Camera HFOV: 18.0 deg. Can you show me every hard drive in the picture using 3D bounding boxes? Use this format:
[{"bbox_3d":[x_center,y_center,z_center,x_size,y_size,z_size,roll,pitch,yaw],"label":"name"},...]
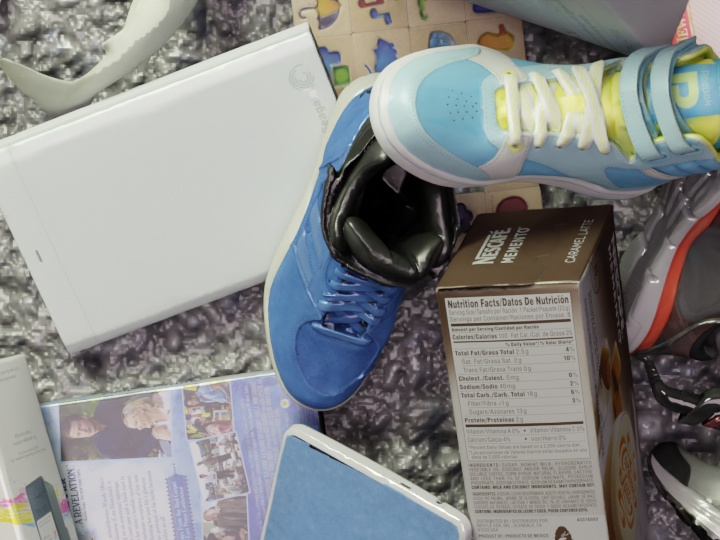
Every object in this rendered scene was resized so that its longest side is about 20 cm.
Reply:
[{"bbox_3d":[-0.099,-0.045,1.297,0.200,0.026,0.132,-20,112,4],"label":"hard drive"}]

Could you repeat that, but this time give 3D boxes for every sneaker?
[{"bbox_3d":[-0.001,0.000,1.246,0.077,0.111,0.200,14,108,-13],"label":"sneaker"},{"bbox_3d":[0.245,0.142,1.262,0.200,0.074,0.079,29,81,39],"label":"sneaker"},{"bbox_3d":[0.209,-0.027,1.265,0.082,0.077,0.200,17,131,-12],"label":"sneaker"},{"bbox_3d":[0.113,-0.087,1.168,0.200,0.131,0.080,2,80,-35],"label":"sneaker"}]

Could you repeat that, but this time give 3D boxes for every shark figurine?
[{"bbox_3d":[-0.106,-0.161,1.294,0.128,0.089,0.215,19,85,35],"label":"shark figurine"}]

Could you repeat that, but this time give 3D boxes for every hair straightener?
[{"bbox_3d":[0.252,0.066,1.265,0.200,0.041,0.077,17,105,8],"label":"hair straightener"}]

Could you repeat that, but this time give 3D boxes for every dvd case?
[{"bbox_3d":[-0.114,0.139,1.337,0.200,0.018,0.143,-8,93,2],"label":"dvd case"}]

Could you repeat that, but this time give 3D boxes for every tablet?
[{"bbox_3d":[-0.010,0.198,1.282,0.130,0.014,0.200,27,117,29],"label":"tablet"}]

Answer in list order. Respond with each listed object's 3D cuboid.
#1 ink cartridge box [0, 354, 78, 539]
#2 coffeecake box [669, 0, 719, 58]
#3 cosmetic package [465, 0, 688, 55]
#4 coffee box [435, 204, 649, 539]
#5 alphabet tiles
[{"bbox_3d":[-0.228,0.160,1.303,0.117,0.067,0.200,-15,90,19],"label":"ink cartridge box"},{"bbox_3d":[0.284,-0.137,1.275,0.200,0.073,0.154,34,95,1],"label":"coffeecake box"},{"bbox_3d":[0.069,-0.212,1.187,0.200,0.199,0.123,23,89,22],"label":"cosmetic package"},{"bbox_3d":[0.103,0.077,1.243,0.080,0.114,0.200,-3,111,16],"label":"coffee box"},{"bbox_3d":[0.015,-0.107,1.323,0.167,0.008,0.200,-6,92,3],"label":"alphabet tiles"}]
